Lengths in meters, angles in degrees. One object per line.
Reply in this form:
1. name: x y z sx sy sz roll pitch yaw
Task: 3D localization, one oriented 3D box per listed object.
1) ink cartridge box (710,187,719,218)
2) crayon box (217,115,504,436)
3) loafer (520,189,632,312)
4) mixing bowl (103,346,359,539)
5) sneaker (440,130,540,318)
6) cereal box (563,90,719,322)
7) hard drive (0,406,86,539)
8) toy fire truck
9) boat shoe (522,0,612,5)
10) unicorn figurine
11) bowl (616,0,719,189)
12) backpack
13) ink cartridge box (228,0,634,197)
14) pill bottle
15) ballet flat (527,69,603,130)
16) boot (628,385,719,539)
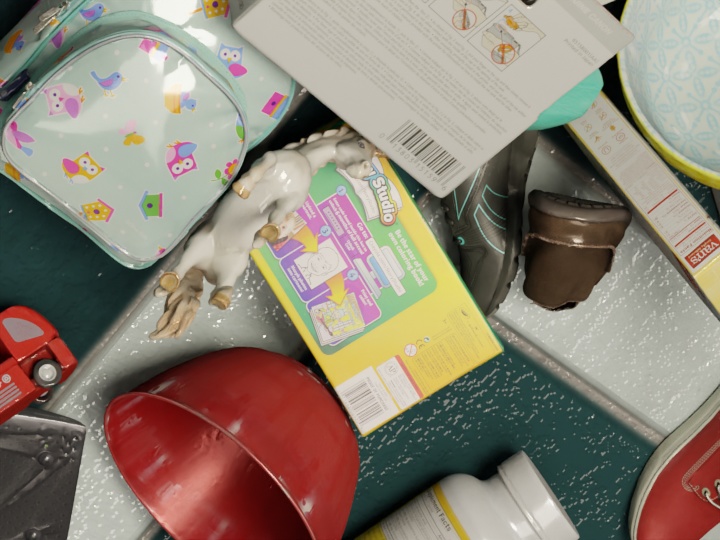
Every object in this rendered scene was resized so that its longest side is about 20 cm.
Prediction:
1. ink cartridge box: 0.375 -0.055 1.690 0.199 0.084 0.145 -24 119 -3
2. crayon box: 0.000 0.000 1.592 0.118 0.058 0.201 -31 98 3
3. loafer: 0.149 -0.007 1.590 0.073 0.200 0.071 11 82 8
4. mixing bowl: -0.075 0.128 1.620 0.108 0.199 0.201 -48 125 -30
5. sneaker: 0.083 -0.063 1.625 0.079 0.075 0.201 6 109 -2
6. cereal box: 0.218 -0.034 1.571 0.039 0.200 0.144 -39 140 5
7. hard drive: -0.306 0.150 1.632 0.199 0.042 0.136 5 115 -17
8. toy fire truck: -0.312 0.069 1.566 0.200 0.049 0.141 -35 84 -23
9. boat shoe: 0.160 -0.224 1.556 0.199 0.071 0.064 -28 121 2
10. unicorn figurine: -0.063 -0.039 1.503 0.199 0.137 0.074 -29 100 20
11. bowl: 0.278 -0.135 1.597 0.199 0.201 0.108 -22 161 -4
12. backpack: -0.143 -0.119 1.483 0.176 0.153 0.200 39 94 -22
13. ink cartridge box: 0.045 -0.160 1.434 0.173 0.044 0.200 -39 122 21
14. pill bottle: 0.064 0.227 1.731 0.200 0.112 0.112 -34 119 3
15. ballet flat: 0.064 -0.129 1.537 0.199 0.070 0.068 10 107 7
16. boot: 0.292 0.171 1.747 0.072 0.144 0.200 27 108 -27
